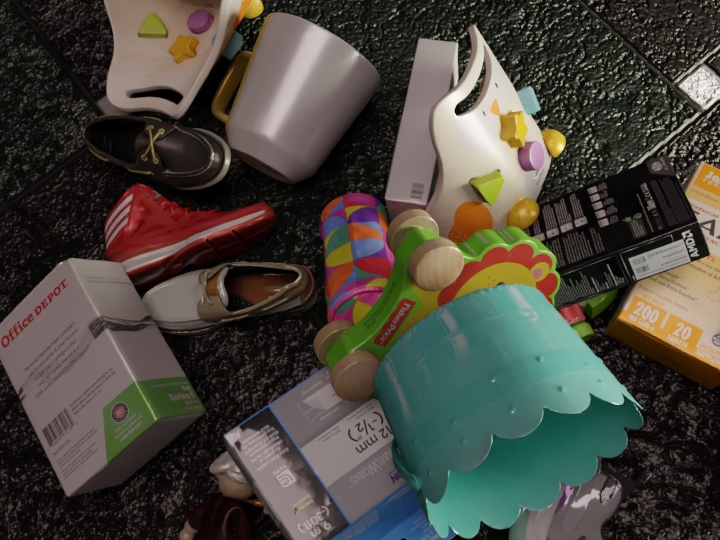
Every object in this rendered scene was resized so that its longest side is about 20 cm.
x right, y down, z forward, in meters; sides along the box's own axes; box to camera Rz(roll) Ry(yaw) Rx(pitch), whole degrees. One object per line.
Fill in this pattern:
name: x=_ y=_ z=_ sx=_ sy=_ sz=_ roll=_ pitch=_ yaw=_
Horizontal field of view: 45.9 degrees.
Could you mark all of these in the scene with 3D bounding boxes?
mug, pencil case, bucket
mug: x=-0.082 y=-0.185 z=0.981 sx=0.149 sy=0.187 sz=0.153 roll=29 pitch=85 yaw=-19
pencil case: x=0.000 y=0.000 z=0.879 sx=0.088 sy=0.088 sz=0.200 roll=-10 pitch=36 yaw=3
bucket: x=0.117 y=0.119 z=0.725 sx=0.207 sy=0.207 sz=0.135 roll=-27 pitch=55 yaw=-3

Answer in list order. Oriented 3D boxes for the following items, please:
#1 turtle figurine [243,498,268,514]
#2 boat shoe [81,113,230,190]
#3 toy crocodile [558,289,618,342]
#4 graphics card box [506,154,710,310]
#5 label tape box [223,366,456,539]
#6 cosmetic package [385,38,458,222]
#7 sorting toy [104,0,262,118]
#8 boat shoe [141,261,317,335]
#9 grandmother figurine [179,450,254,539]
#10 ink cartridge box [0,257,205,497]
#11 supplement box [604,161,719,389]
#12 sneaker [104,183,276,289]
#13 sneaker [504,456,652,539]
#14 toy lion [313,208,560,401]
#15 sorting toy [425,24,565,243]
turtle figurine: x=-0.018 y=0.197 z=0.869 sx=0.161 sy=0.064 sz=0.200 roll=42 pitch=81 yaw=16
boat shoe: x=-0.235 y=-0.136 z=0.963 sx=0.201 sy=0.061 sz=0.072 roll=13 pitch=89 yaw=35
toy crocodile: x=0.178 y=0.060 z=0.893 sx=0.200 sy=0.062 sz=0.068 roll=-23 pitch=67 yaw=-1
graphics card box: x=0.235 y=-0.032 z=0.866 sx=0.200 sy=0.051 sz=0.126 roll=-23 pitch=33 yaw=18
label tape box: x=-0.015 y=0.200 z=0.798 sx=0.143 sy=0.066 sz=0.200 roll=-32 pitch=72 yaw=-19
cosmetic package: x=0.071 y=-0.153 z=0.965 sx=0.051 sy=0.083 sz=0.200 roll=9 pitch=73 yaw=11
sorting toy: x=-0.221 y=-0.267 z=1.004 sx=0.200 sy=0.107 sz=0.180 roll=15 pitch=78 yaw=29
boat shoe: x=-0.150 y=0.022 z=0.937 sx=0.200 sy=0.068 sz=0.075 roll=-11 pitch=71 yaw=2
grandmother figurine: x=-0.141 y=0.273 z=0.850 sx=0.121 sy=0.061 sz=0.200 roll=8 pitch=79 yaw=38
ink cartridge box: x=-0.278 y=0.108 z=0.889 sx=0.145 sy=0.084 sz=0.200 roll=-40 pitch=71 yaw=19
supplement box: x=0.361 y=0.004 z=0.887 sx=0.126 sy=0.074 sz=0.200 roll=28 pitch=77 yaw=13
sneaker: x=-0.203 y=-0.064 z=0.967 sx=0.200 sy=0.078 sz=0.116 roll=-20 pitch=73 yaw=-2
sneaker: x=0.220 y=0.184 z=0.845 sx=0.140 sy=0.078 sz=0.200 roll=5 pitch=87 yaw=4
toy lion: x=0.084 y=0.042 z=0.783 sx=0.200 sy=0.192 sz=0.069 roll=-56 pitch=37 yaw=17
sorting toy: x=0.126 y=-0.147 z=0.878 sx=0.107 sy=0.180 sz=0.200 roll=7 pitch=60 yaw=34
